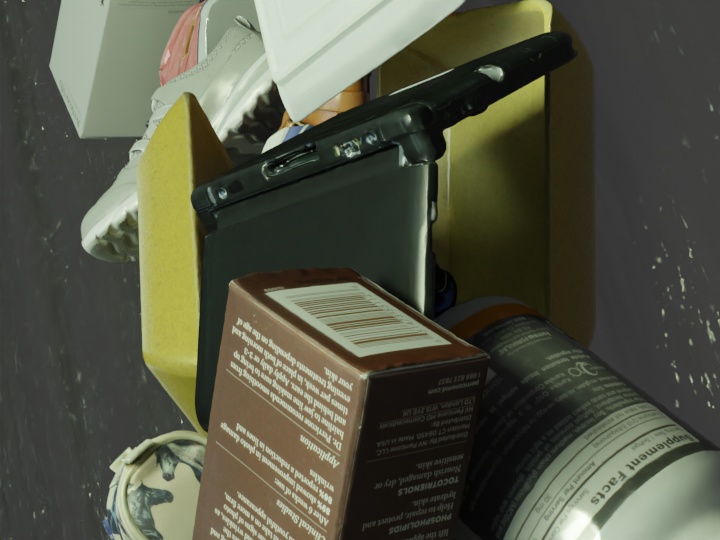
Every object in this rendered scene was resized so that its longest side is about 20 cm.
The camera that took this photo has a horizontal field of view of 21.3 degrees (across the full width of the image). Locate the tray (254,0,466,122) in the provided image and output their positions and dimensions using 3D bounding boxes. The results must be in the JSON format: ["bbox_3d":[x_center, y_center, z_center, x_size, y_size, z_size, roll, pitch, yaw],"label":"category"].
[{"bbox_3d":[-0.010,-0.158,1.010,0.200,0.022,0.108,-28,72,58],"label":"tray"}]

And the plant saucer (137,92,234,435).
[{"bbox_3d":[-0.098,0.021,1.236,0.200,0.048,0.201,64,-163,-59],"label":"plant saucer"}]

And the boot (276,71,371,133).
[{"bbox_3d":[-0.011,-0.060,1.187,0.200,0.073,0.156,37,121,56],"label":"boot"}]

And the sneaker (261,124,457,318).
[{"bbox_3d":[0.000,0.001,1.051,0.115,0.080,0.201,-27,44,31],"label":"sneaker"}]

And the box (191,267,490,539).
[{"bbox_3d":[-0.016,0.111,0.818,0.100,0.075,0.202,32,118,45],"label":"box"}]

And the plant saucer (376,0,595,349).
[{"bbox_3d":[0.071,-0.038,1.032,0.200,0.048,0.202,-173,82,-65],"label":"plant saucer"}]

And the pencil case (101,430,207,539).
[{"bbox_3d":[-0.124,0.150,1.232,0.078,0.089,0.200,-53,2,-14],"label":"pencil case"}]

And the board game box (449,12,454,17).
[{"bbox_3d":[0.031,-0.252,1.053,0.200,0.046,0.152,-104,23,-57],"label":"board game box"}]

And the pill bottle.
[{"bbox_3d":[0.101,0.108,0.853,0.200,0.116,0.117,39,129,35],"label":"pill bottle"}]

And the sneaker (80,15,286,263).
[{"bbox_3d":[-0.121,-0.088,1.321,0.200,0.075,0.082,-44,60,2],"label":"sneaker"}]

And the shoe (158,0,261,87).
[{"bbox_3d":[-0.106,-0.102,1.397,0.091,0.071,0.202,-175,88,-68],"label":"shoe"}]

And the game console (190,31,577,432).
[{"bbox_3d":[0.009,-0.017,0.937,0.199,0.175,0.117,-14,103,53],"label":"game console"}]

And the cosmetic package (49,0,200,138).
[{"bbox_3d":[-0.185,-0.216,1.541,0.108,0.084,0.201,59,142,42],"label":"cosmetic package"}]
